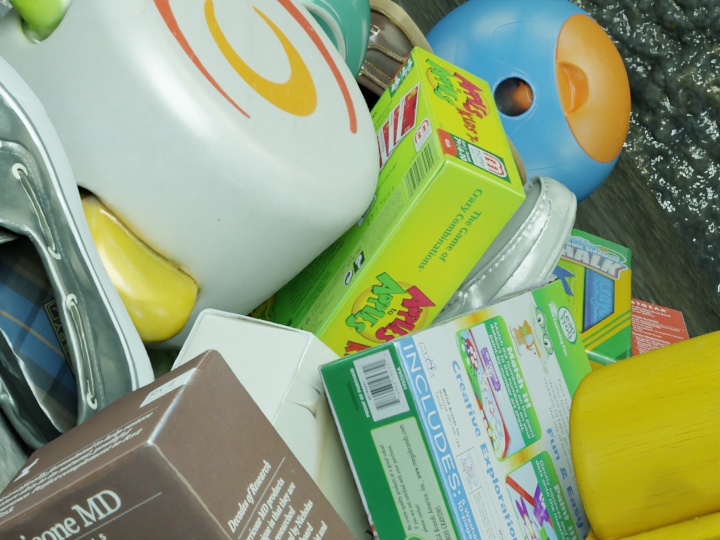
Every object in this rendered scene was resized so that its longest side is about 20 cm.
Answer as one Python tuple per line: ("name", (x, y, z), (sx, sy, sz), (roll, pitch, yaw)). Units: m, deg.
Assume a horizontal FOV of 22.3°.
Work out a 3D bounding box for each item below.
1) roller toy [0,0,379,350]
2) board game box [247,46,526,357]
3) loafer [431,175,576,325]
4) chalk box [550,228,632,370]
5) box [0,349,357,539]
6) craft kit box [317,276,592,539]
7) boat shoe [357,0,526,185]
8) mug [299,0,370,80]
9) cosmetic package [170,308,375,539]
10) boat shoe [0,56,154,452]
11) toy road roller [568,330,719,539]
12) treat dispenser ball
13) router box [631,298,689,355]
("roller toy", (-0.093, -0.061, 0.860), (0.182, 0.140, 0.201), (2, 53, -58))
("board game box", (0.000, 0.000, 0.912), (0.047, 0.200, 0.102), (23, 30, -23))
("loafer", (0.038, 0.023, 0.995), (0.070, 0.200, 0.070), (40, 4, -12))
("chalk box", (0.094, 0.041, 1.146), (0.123, 0.126, 0.200), (19, 27, -2))
("box", (-0.043, 0.141, 0.686), (0.201, 0.100, 0.075), (54, 28, -11))
("craft kit box", (0.072, 0.114, 0.810), (0.197, 0.048, 0.202), (-14, 85, -61))
("boat shoe", (0.042, -0.100, 1.281), (0.200, 0.070, 0.071), (45, 58, -30))
("mug", (-0.065, -0.149, 0.998), (0.151, 0.186, 0.115), (1, 34, -34))
("cosmetic package", (-0.011, 0.113, 0.820), (0.200, 0.073, 0.104), (42, 67, -44))
("boat shoe", (-0.148, -0.014, 0.745), (0.201, 0.068, 0.057), (60, 18, 4))
("toy road roller", (0.139, 0.115, 0.755), (0.147, 0.122, 0.200), (65, 27, -9))
("treat dispenser ball", (0.136, -0.143, 1.593), (0.201, 0.200, 0.201), (51, 17, -22))
("router box", (0.160, 0.146, 1.154), (0.048, 0.201, 0.180), (14, 25, -6))
